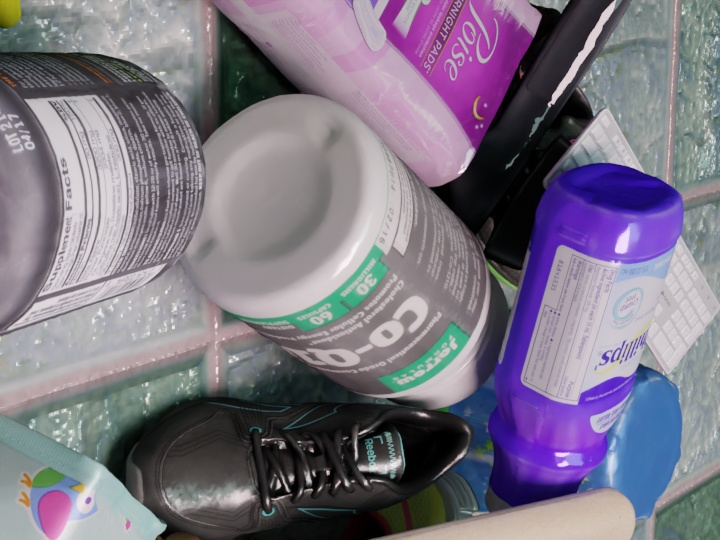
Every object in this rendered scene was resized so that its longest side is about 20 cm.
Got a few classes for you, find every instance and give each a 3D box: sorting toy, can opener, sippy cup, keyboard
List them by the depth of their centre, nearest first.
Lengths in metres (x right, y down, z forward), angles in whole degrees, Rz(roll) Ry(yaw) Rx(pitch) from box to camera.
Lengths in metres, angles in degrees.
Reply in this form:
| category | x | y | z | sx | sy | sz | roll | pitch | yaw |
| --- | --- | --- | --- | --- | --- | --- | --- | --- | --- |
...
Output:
| category | x | y | z | sx | sy | sz | roll | pitch | yaw |
| --- | --- | --- | --- | --- | --- | --- | --- | --- | --- |
| sorting toy | 0.049 | 0.212 | 0.818 | 0.185 | 0.036 | 0.200 | -6 | 128 | -34 |
| can opener | 0.107 | -0.102 | 0.865 | 0.078 | 0.063 | 0.200 | 27 | 94 | -10 |
| keyboard | 0.160 | -0.012 | 0.889 | 0.056 | 0.011 | 0.200 | -54 | 135 | -15 |
| sippy cup | 0.128 | 0.100 | 0.980 | 0.139 | 0.130 | 0.178 | 6 | 95 | -52 |

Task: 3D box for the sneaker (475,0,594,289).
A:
| category | x | y | z | sx | sy | sz | roll | pitch | yaw |
| --- | --- | --- | --- | --- | --- | --- | --- | --- | --- |
| sneaker | 0.101 | -0.071 | 0.938 | 0.077 | 0.084 | 0.200 | -46 | 132 | -44 |

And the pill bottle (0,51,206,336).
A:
| category | x | y | z | sx | sy | sz | roll | pitch | yaw |
| --- | --- | --- | --- | --- | --- | --- | --- | --- | --- |
| pill bottle | -0.141 | -0.029 | 0.573 | 0.200 | 0.106 | 0.107 | -23 | 118 | -72 |

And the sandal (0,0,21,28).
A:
| category | x | y | z | sx | sy | sz | roll | pitch | yaw |
| --- | --- | --- | --- | --- | --- | --- | --- | --- | --- |
| sandal | -0.162 | -0.139 | 0.612 | 0.087 | 0.079 | 0.200 | 44 | 66 | -6 |

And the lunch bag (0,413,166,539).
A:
| category | x | y | z | sx | sy | sz | roll | pitch | yaw |
| --- | --- | --- | --- | --- | --- | --- | --- | --- | --- |
| lunch bag | -0.196 | 0.108 | 0.530 | 0.171 | 0.200 | 0.122 | -63 | 165 | -16 |

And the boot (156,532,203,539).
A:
| category | x | y | z | sx | sy | sz | roll | pitch | yaw |
| --- | --- | --- | --- | --- | --- | --- | --- | --- | --- |
| boot | -0.039 | 0.166 | 0.783 | 0.075 | 0.074 | 0.200 | -37 | 143 | 3 |

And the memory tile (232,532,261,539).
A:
| category | x | y | z | sx | sy | sz | roll | pitch | yaw |
| --- | --- | --- | --- | --- | --- | --- | --- | --- | --- |
| memory tile | -0.107 | 0.210 | 0.799 | 0.200 | 0.017 | 0.154 | -42 | 129 | -37 |

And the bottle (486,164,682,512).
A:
| category | x | y | z | sx | sy | sz | roll | pitch | yaw |
| --- | --- | --- | --- | --- | --- | --- | --- | --- | --- |
| bottle | 0.112 | 0.046 | 0.820 | 0.083 | 0.065 | 0.200 | -22 | 131 | -51 |

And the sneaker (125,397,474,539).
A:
| category | x | y | z | sx | sy | sz | roll | pitch | yaw |
| --- | --- | --- | --- | --- | --- | --- | --- | --- | --- |
| sneaker | -0.028 | 0.094 | 0.798 | 0.200 | 0.079 | 0.076 | -5 | 81 | -41 |

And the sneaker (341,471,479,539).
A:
| category | x | y | z | sx | sy | sz | roll | pitch | yaw |
| --- | --- | --- | --- | --- | --- | --- | --- | --- | --- |
| sneaker | 0.001 | 0.210 | 0.901 | 0.090 | 0.078 | 0.201 | 15 | 85 | -38 |

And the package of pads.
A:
| category | x | y | z | sx | sy | sz | roll | pitch | yaw |
| --- | --- | --- | --- | --- | --- | --- | --- | --- | --- |
| package of pads | 0.002 | -0.145 | 0.790 | 0.200 | 0.076 | 0.121 | 43 | 66 | -40 |

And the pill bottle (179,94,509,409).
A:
| category | x | y | z | sx | sy | sz | roll | pitch | yaw |
| --- | --- | --- | --- | --- | --- | --- | --- | --- | --- |
| pill bottle | 0.000 | 0.000 | 0.798 | 0.200 | 0.113 | 0.113 | 38 | 68 | -56 |
